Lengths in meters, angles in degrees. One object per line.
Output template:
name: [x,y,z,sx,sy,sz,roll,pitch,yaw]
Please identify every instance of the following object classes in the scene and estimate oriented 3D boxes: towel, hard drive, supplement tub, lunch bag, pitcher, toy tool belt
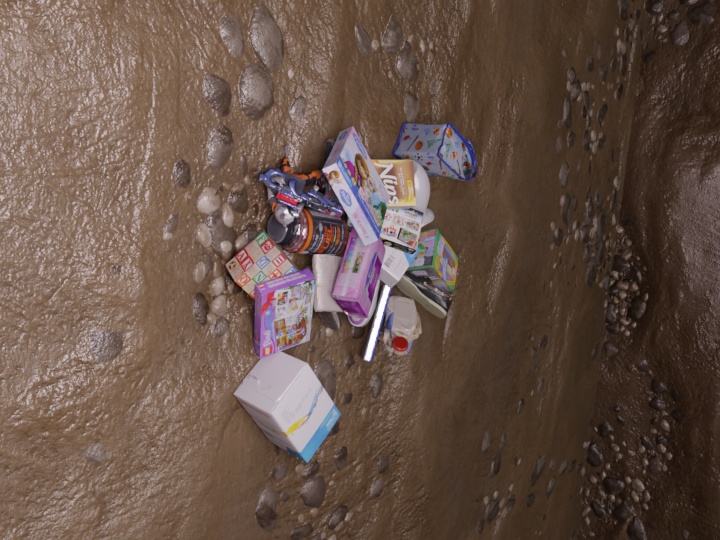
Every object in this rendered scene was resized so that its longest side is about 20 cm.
towel: [-0.061,0.035,1.602,0.199,0.034,0.137,8,79,-66]
hard drive: [0.043,0.143,1.803,0.132,0.025,0.206,126,-20,-85]
supplement tub: [-0.124,-0.091,1.548,0.197,0.105,0.111,3,97,-49]
lunch bag: [0.216,-0.322,1.836,0.199,0.167,0.127,33,76,-46]
pitcher: [0.122,-0.185,1.809,0.172,0.120,0.203,-46,143,-23]
toy tool belt: [0.107,0.179,1.846,0.125,0.121,0.203,103,-4,-45]

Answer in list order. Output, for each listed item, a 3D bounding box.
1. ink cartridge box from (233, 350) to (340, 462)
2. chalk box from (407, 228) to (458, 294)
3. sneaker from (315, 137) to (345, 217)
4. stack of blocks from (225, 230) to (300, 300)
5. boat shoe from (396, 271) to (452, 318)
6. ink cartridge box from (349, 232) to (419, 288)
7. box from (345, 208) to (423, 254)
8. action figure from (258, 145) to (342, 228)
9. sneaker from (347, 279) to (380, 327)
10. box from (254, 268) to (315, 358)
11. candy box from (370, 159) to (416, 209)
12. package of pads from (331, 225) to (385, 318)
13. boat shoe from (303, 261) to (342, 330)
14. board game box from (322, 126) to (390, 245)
ink cartridge box: [-0.172,0.317,1.567,0.147,0.144,0.203,-50,133,-26]
chalk box: [0.183,-0.031,1.884,0.200,0.121,0.127,48,46,-45]
sneaker: [-0.070,-0.229,1.566,0.073,0.081,0.206,11,62,-24]
stack of blocks: [-0.200,0.017,1.490,0.115,0.059,0.201,-40,142,-1]
boat shoe: [0.169,0.050,1.839,0.199,0.074,0.064,36,68,-9]
ink cartridge box: [0.043,-0.068,1.734,0.199,0.067,0.117,39,65,-2]
box: [0.061,-0.127,1.702,0.195,0.035,0.113,19,67,-11]
action figure: [-0.129,-0.171,1.465,0.196,0.105,0.196,28,54,-5]
sneaker: [0.014,0.054,1.788,0.100,0.073,0.206,40,65,-71]
box: [-0.175,0.099,1.509,0.134,0.039,0.204,-18,136,-29]
candy box: [0.040,-0.216,1.663,0.194,0.055,0.120,-3,88,-18]
package of pads: [0.000,0.000,1.590,0.121,0.073,0.205,58,43,-58]
boat shoe: [-0.079,0.060,1.665,0.073,0.073,0.204,-42,129,-33]
board game box: [-0.004,-0.196,1.503,0.203,0.040,0.202,59,25,-26]
